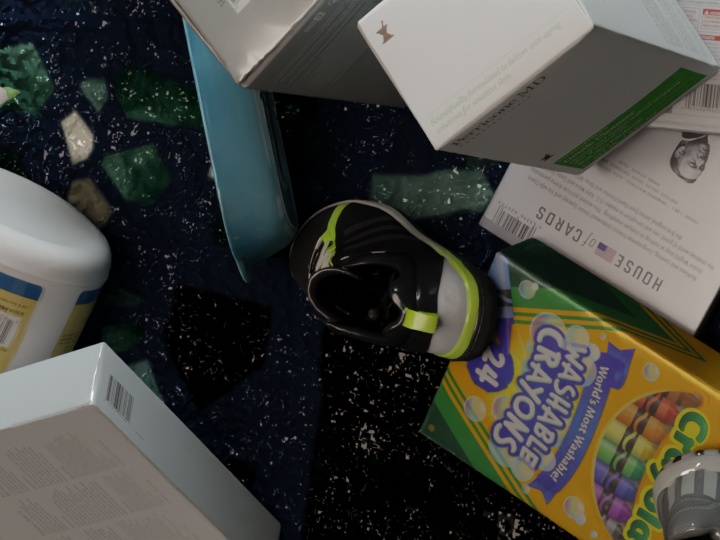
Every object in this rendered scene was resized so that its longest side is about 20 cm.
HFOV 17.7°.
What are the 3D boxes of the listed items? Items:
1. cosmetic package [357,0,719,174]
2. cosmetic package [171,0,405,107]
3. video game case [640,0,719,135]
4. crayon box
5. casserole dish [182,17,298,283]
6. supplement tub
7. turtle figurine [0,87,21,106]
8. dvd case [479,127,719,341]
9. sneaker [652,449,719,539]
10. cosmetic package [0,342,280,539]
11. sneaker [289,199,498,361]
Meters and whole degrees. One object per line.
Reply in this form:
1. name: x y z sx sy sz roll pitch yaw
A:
1. cosmetic package: 0.097 -0.117 1.209 0.107 0.200 0.085 -37 74 22
2. cosmetic package: -0.022 -0.161 1.310 0.090 0.200 0.107 -45 69 17
3. video game case: 0.177 -0.179 1.291 0.142 0.018 0.202 8 93 27
4. crayon box: 0.143 0.087 1.305 0.199 0.051 0.126 32 116 22
5. casserole dish: -0.072 -0.094 1.395 0.039 0.121 0.201 -11 84 4
6. supplement tub: -0.259 0.044 1.469 0.144 0.144 0.201 33 104 22
7. turtle figurine: -0.296 -0.189 1.525 0.143 0.200 0.195 -26 100 2
8. dvd case: 0.173 -0.076 1.317 0.150 0.025 0.201 33 106 22
9. sneaker: 0.204 0.203 1.223 0.075 0.116 0.201 -24 105 19
10. cosmetic package: -0.163 0.136 1.401 0.150 0.200 0.052 -18 44 24
11. sneaker: 0.000 0.000 1.337 0.200 0.082 0.072 20 103 56
